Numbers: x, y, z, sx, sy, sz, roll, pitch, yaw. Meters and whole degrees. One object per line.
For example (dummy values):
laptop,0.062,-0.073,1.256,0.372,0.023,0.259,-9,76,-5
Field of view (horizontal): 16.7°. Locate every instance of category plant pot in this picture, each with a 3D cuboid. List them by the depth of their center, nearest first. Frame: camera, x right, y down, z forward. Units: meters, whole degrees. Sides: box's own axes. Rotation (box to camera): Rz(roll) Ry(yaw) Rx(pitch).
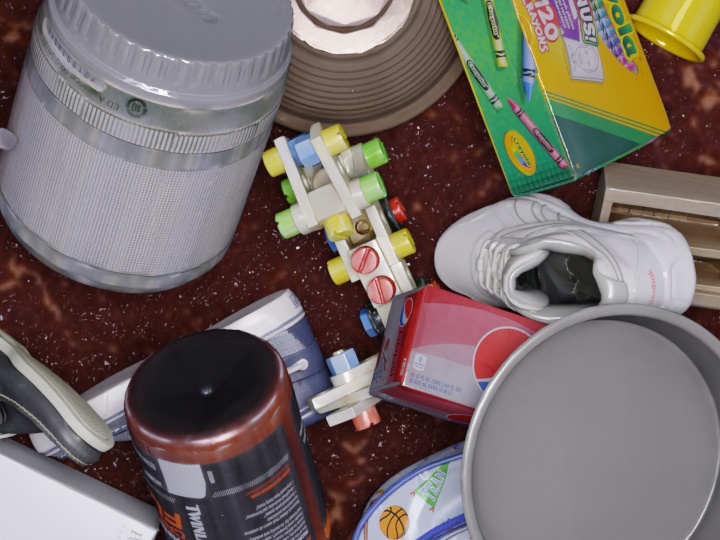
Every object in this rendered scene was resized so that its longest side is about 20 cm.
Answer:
plant pot,-0.012,-0.188,1.607,0.200,0.093,0.202,0,90,-3

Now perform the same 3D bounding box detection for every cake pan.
cake pan,0.149,0.117,1.495,0.199,0.037,0.201,-3,99,-17

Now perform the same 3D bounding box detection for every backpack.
backpack,0.082,0.208,1.598,0.200,0.154,0.191,-28,84,0

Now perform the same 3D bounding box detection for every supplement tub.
supplement tub,-0.078,0.141,1.557,0.107,0.107,0.200,-16,130,-2

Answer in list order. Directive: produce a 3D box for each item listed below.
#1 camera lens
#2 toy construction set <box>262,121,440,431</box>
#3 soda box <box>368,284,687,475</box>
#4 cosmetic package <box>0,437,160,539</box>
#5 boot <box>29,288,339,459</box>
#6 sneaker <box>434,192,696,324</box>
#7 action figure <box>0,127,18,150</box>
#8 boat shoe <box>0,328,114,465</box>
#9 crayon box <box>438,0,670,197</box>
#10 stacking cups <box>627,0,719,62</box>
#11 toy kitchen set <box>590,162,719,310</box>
camera lens,-0.137,-0.098,1.538,0.159,0.160,0.200,20,130,-3
toy construction set,0.000,0.000,1.591,0.092,0.131,0.201,-9,95,9
soda box,0.111,0.073,1.546,0.199,0.063,0.070,18,76,-17
cosmetic package,-0.241,0.170,1.610,0.199,0.081,0.113,24,92,-1
boot,-0.113,0.097,1.619,0.200,0.073,0.091,-27,97,3
sneaker,0.111,-0.005,1.572,0.099,0.200,0.078,-12,101,-44
action figure,-0.310,-0.117,1.570,0.193,0.104,0.201,-29,77,37
boat shoe,-0.226,0.083,1.569,0.068,0.200,0.072,-54,135,-6
crayon box,0.117,-0.161,1.594,0.058,0.119,0.201,-17,96,42
stacking cups,0.254,-0.237,1.636,0.060,0.061,0.200,32,88,-3
toy kitchen set,0.235,0.059,1.584,0.180,0.200,0.164,8,121,-2
